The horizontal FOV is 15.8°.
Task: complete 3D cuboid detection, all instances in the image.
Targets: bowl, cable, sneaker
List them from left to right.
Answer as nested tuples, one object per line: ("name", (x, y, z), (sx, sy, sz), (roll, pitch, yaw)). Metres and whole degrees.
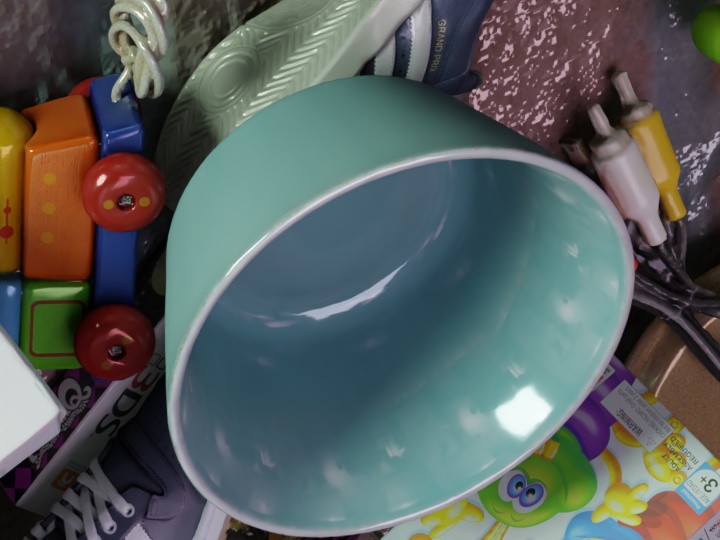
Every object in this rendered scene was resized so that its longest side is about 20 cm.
("sneaker", (-0.129, 0.122, 1.136), (0.108, 0.070, 0.201), (12, 112, -31))
("bowl", (0.000, 0.000, 1.052), (0.200, 0.105, 0.202), (-16, 136, -16))
("sneaker", (0.001, -0.085, 1.111), (0.200, 0.075, 0.085), (-44, 132, 2))
("cable", (0.150, 0.005, 1.261), (0.200, 0.050, 0.097), (49, 67, -20))

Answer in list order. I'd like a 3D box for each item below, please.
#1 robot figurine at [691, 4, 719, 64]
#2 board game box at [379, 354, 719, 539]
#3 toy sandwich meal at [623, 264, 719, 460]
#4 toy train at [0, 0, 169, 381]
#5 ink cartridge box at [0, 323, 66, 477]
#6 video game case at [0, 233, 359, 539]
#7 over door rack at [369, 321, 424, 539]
("robot figurine", (0.235, -0.147, 1.199), (0.175, 0.116, 0.200), (-40, 136, 5))
("board game box", (0.078, 0.149, 1.202), (0.200, 0.103, 0.105), (-42, 152, -5))
("toy sandwich meal", (0.199, 0.071, 1.385), (0.204, 0.070, 0.206), (-12, 118, -22))
("toy train", (-0.140, -0.050, 1.048), (0.115, 0.085, 0.201), (-2, 121, -14))
("ink cartridge box", (-0.237, 0.055, 0.983), (0.200, 0.163, 0.057), (-37, 172, -15))
("video game case", (-0.047, 0.062, 1.221), (0.182, 0.036, 0.200), (-51, 136, 9))
("over door rack", (0.039, 0.064, 1.219), (0.148, 0.067, 0.200), (-42, 150, -2))
